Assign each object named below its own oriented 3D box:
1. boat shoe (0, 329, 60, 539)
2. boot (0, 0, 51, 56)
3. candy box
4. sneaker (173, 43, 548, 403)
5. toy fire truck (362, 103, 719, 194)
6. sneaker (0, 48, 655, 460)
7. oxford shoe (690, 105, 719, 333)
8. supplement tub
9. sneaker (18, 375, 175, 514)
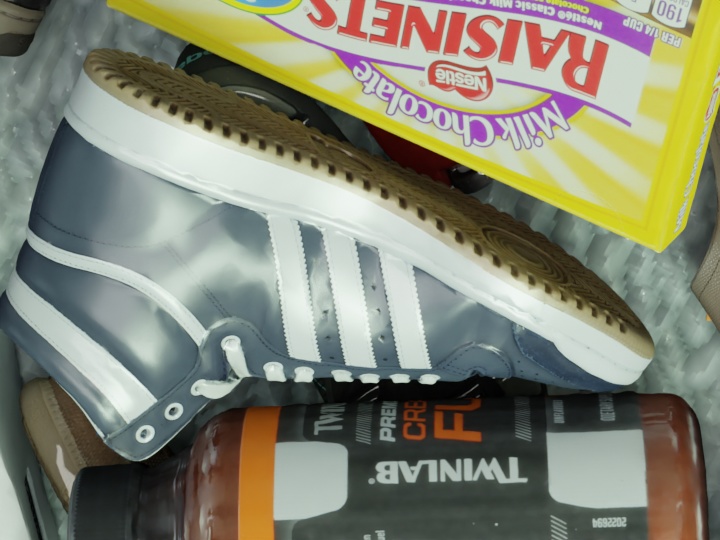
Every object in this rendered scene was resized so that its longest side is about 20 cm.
[{"bbox_3d":[-0.149,0.072,0.999,0.070,0.071,0.200,-12,106,4],"label":"boat shoe"},{"bbox_3d":[-0.157,-0.182,0.946,0.200,0.073,0.151,35,103,-6],"label":"boot"},{"bbox_3d":[0.017,-0.088,0.868,0.200,0.026,0.102,24,131,17],"label":"candy box"},{"bbox_3d":[0.000,0.000,0.972,0.075,0.079,0.200,-32,115,5],"label":"sneaker"},{"bbox_3d":[0.100,-0.104,0.925,0.200,0.141,0.049,-16,123,46],"label":"toy fire truck"},{"bbox_3d":[-0.015,0.019,0.894,0.200,0.070,0.109,24,104,-13],"label":"sneaker"},{"bbox_3d":[0.155,0.020,0.972,0.073,0.071,0.200,1,105,33],"label":"oxford shoe"},{"bbox_3d":[0.010,0.094,0.915,0.200,0.107,0.107,-2,101,2],"label":"supplement tub"},{"bbox_3d":[-0.041,0.107,1.005,0.075,0.070,0.200,-35,102,-7],"label":"sneaker"}]
